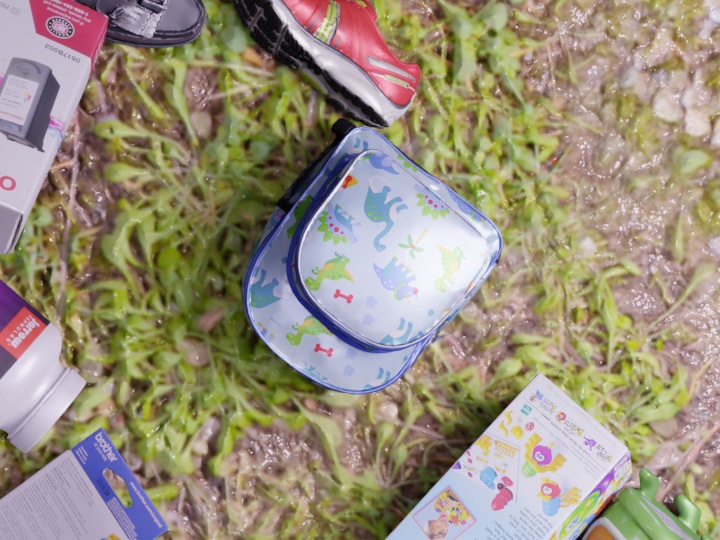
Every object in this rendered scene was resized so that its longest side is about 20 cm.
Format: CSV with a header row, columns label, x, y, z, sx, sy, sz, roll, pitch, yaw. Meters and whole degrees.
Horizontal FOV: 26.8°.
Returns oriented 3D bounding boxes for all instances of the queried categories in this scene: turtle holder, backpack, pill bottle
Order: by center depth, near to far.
label,x,y,z,sx,sy,sz,roll,pitch,yaw
pill bottle,-0.322,0.054,1.224,0.200,0.112,0.113,41,84,-8
backpack,0.000,0.000,1.266,0.183,0.147,0.200,38,87,-6
turtle holder,0.265,0.272,1.336,0.132,0.185,0.141,-48,63,7

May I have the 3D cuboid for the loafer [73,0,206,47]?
label,x,y,z,sx,sy,sz,roll,pitch,yaw
loafer,-0.224,-0.239,1.263,0.199,0.063,0.072,19,87,-10

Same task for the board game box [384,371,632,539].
label,x,y,z,sx,sy,sz,roll,pitch,yaw
board game box,0.128,0.205,1.297,0.105,0.103,0.200,41,82,22

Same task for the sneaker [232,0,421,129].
label,x,y,z,sx,sy,sz,roll,pitch,yaw
sneaker,-0.031,-0.210,1.304,0.200,0.077,0.085,42,72,-15

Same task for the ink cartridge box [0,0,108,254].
label,x,y,z,sx,sy,sz,roll,pitch,yaw
ink cartridge box,-0.304,-0.136,1.203,0.147,0.086,0.201,22,59,-12

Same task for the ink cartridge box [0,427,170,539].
label,x,y,z,sx,sy,sz,roll,pitch,yaw
ink cartridge box,-0.262,0.235,1.246,0.200,0.042,0.119,-38,62,-6
